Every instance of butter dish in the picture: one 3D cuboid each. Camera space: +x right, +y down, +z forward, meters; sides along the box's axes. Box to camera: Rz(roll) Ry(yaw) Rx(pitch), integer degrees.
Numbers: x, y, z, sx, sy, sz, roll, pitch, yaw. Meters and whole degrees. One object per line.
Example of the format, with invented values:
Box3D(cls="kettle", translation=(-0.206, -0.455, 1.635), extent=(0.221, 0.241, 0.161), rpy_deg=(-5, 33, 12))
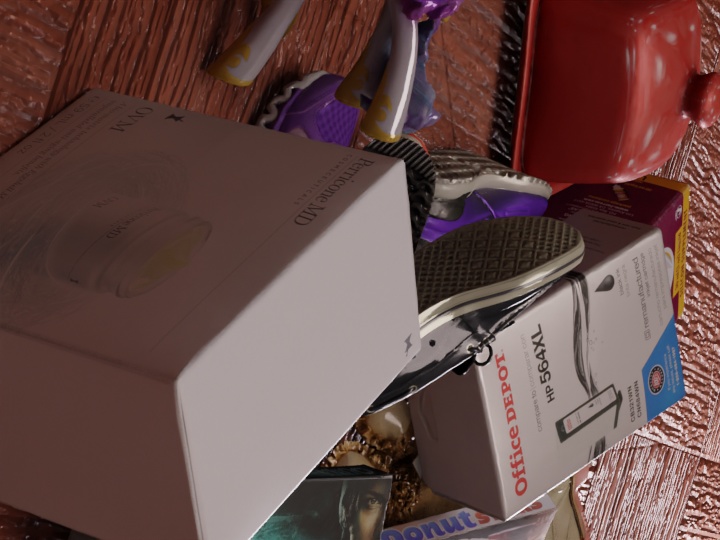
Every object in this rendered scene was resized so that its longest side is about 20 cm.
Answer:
Box3D(cls="butter dish", translation=(0.214, -0.147, 1.539), extent=(0.199, 0.147, 0.202), rpy_deg=(-25, 126, -55))

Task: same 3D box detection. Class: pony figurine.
Box3D(cls="pony figurine", translation=(0.019, -0.181, 1.102), extent=(0.166, 0.192, 0.201), rpy_deg=(-32, 141, -65))

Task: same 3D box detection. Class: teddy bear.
Box3D(cls="teddy bear", translation=(0.028, 0.159, 1.452), extent=(0.200, 0.066, 0.146), rpy_deg=(26, 76, -55))

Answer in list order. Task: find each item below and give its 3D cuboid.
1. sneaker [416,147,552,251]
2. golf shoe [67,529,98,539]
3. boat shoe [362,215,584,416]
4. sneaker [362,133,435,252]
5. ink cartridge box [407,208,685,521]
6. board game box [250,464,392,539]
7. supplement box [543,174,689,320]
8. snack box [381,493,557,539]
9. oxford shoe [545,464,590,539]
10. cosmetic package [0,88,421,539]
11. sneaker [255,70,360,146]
Box3D(cls="sneaker", translation=(0.065, -0.031, 1.416), extent=(0.200, 0.069, 0.100), rpy_deg=(-2, 112, -58))
Box3D(cls="golf shoe", translation=(-0.148, 0.186, 1.112), extent=(0.200, 0.075, 0.092), rpy_deg=(-54, 150, -34))
Box3D(cls="boat shoe", translation=(0.055, 0.027, 1.227), extent=(0.199, 0.075, 0.063), rpy_deg=(-30, 131, -20))
Box3D(cls="sneaker", translation=(0.000, -0.001, 1.294), extent=(0.093, 0.070, 0.201), rpy_deg=(-70, -179, -75))
Box3D(cls="ink cartridge box", translation=(0.132, 0.066, 1.415), extent=(0.199, 0.084, 0.147), rpy_deg=(-31, 120, -33))
Box3D(cls="board game box", translation=(-0.062, 0.180, 1.118), extent=(0.199, 0.028, 0.136), rpy_deg=(5, 98, -52))
Box3D(cls="supplement box", translation=(0.187, 0.014, 1.620), extent=(0.200, 0.103, 0.132), rpy_deg=(-42, 139, -45))
Box3D(cls="snack box", translation=(0.047, 0.208, 1.420), extent=(0.199, 0.024, 0.072), rpy_deg=(-11, 138, -29))
Box3D(cls="oxford shoe", translation=(0.154, 0.210, 1.723), extent=(0.073, 0.071, 0.201), rpy_deg=(-27, 132, -23))
Box3D(cls="cosmetic package", translation=(-0.104, 0.021, 0.967), extent=(0.199, 0.199, 0.124), rpy_deg=(-45, 141, -44))
Box3D(cls="sneaker", translation=(-0.035, -0.026, 1.196), extent=(0.201, 0.088, 0.081), rpy_deg=(-66, 150, -18))
